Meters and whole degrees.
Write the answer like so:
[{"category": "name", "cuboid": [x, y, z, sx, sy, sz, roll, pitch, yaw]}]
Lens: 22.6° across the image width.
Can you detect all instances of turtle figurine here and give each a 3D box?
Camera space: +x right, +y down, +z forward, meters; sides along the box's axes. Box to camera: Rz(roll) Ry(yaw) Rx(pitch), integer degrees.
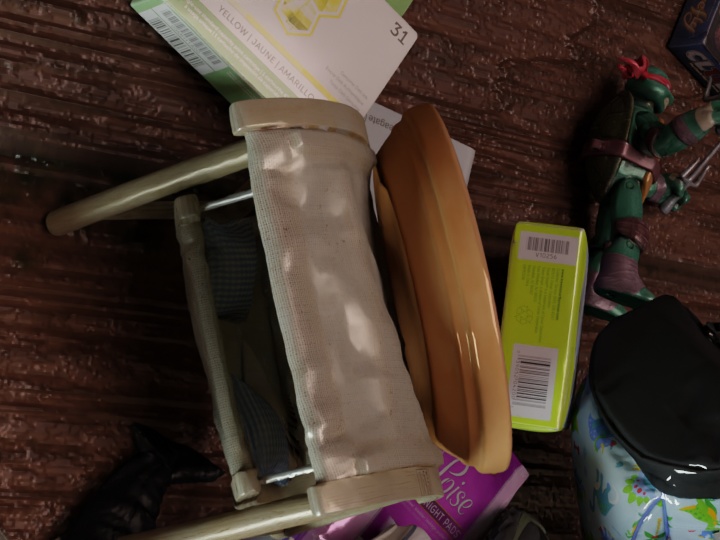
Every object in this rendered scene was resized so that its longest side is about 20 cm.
[{"category": "turtle figurine", "cuboid": [0.201, -0.069, 1.263, 0.150, 0.100, 0.202, 66, 42, -76]}]

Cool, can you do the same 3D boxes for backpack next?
[{"category": "backpack", "cuboid": [0.201, 0.149, 1.155, 0.153, 0.164, 0.201, -27, 129, 2]}]

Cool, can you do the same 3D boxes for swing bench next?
[{"category": "swing bench", "cuboid": [-0.048, 0.036, 0.946, 0.129, 0.199, 0.201, -3, 78, -41]}]

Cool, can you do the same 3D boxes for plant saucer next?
[{"category": "plant saucer", "cuboid": [0.040, 0.012, 0.971, 0.037, 0.200, 0.202, -12, 103, -5]}]

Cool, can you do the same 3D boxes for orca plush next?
[{"category": "orca plush", "cuboid": [-0.133, 0.185, 0.996, 0.200, 0.071, 0.106, -51, 123, -27]}]

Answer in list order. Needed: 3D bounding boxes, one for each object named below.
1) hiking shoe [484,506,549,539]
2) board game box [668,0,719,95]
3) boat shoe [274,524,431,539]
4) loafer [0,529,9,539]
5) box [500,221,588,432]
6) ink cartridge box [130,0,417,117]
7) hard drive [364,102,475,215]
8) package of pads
[{"category": "hiking shoe", "cuboid": [0.119, 0.210, 1.124, 0.076, 0.100, 0.200, -53, 160, -3]}, {"category": "board game box", "cuboid": [0.319, -0.219, 1.395, 0.135, 0.034, 0.201, 37, 69, -36]}, {"category": "boat shoe", "cuboid": [-0.038, 0.178, 0.981, 0.199, 0.074, 0.066, -27, 77, -45]}, {"category": "loafer", "cuboid": [-0.218, 0.141, 0.919, 0.063, 0.072, 0.201, -35, 103, -7]}, {"category": "box", "cuboid": [0.116, 0.041, 1.147, 0.200, 0.047, 0.123, 28, 69, -81]}, {"category": "ink cartridge box", "cuboid": [-0.025, -0.183, 1.070, 0.145, 0.048, 0.201, 43, 67, -22]}, {"category": "hard drive", "cuboid": [0.000, 0.000, 1.132, 0.131, 0.027, 0.202, 21, 79, -40]}, {"category": "package of pads", "cuboid": [0.005, 0.157, 1.095, 0.200, 0.075, 0.121, -51, 128, -14]}]
